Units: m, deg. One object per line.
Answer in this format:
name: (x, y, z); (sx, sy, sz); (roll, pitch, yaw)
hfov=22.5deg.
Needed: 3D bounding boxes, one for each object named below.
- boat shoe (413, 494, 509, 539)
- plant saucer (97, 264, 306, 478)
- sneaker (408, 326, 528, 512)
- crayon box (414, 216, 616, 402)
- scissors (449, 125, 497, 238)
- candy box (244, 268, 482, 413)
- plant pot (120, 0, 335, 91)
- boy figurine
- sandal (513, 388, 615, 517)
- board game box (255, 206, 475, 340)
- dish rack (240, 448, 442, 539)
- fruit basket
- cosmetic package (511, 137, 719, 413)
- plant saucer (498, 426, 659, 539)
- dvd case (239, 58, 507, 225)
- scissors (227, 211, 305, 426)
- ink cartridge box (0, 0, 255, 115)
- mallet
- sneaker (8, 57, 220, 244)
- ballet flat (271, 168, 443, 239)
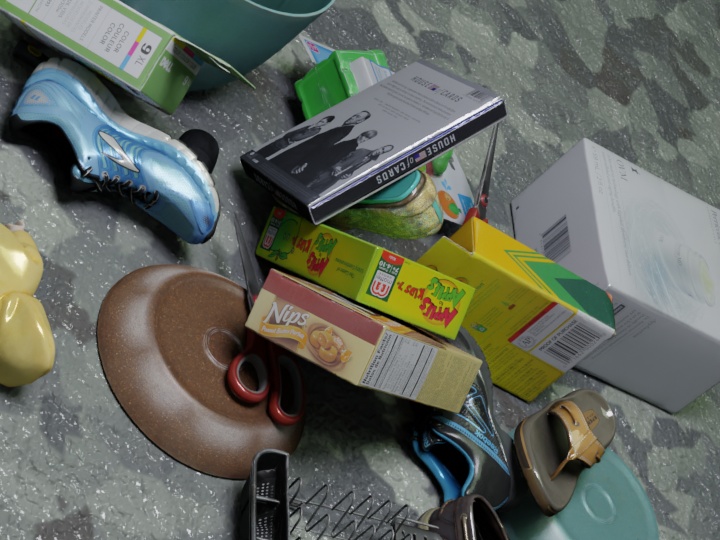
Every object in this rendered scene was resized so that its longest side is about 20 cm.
boat shoe: (0.113, 0.273, 1.470); (0.074, 0.073, 0.201); (-11, 65, -49)
plant saucer: (-0.117, 0.071, 1.458); (0.200, 0.037, 0.201); (26, 42, -27)
sneaker: (0.076, 0.119, 1.573); (0.082, 0.073, 0.201); (-5, 61, -47)
crayon box: (0.117, 0.031, 1.650); (0.199, 0.127, 0.051); (29, 40, -24)
scissors: (0.116, -0.053, 1.749); (0.073, 0.014, 0.201); (52, 46, -35)
candy box: (0.007, 0.060, 1.474); (0.115, 0.056, 0.200); (25, 2, 28)
plant pot: (-0.145, -0.258, 1.622); (0.200, 0.161, 0.201); (26, 42, -26)
boy figurine: (-0.285, -0.005, 1.337); (0.200, 0.064, 0.124); (53, 37, 6)
sandal: (0.192, 0.151, 1.603); (0.082, 0.054, 0.200); (61, 31, 2)
board game box: (0.000, 0.000, 1.527); (0.101, 0.048, 0.200); (23, 0, -29)
dish rack: (-0.003, 0.232, 1.394); (0.199, 0.055, 0.154); (17, 46, -22)
fruit basket: (0.037, -0.136, 1.752); (0.199, 0.094, 0.186); (12, 49, -43)
cosmetic package: (0.273, 0.006, 1.833); (0.199, 0.123, 0.200); (25, 42, -29)
plant saucer: (0.207, 0.219, 1.646); (0.199, 0.036, 0.201); (27, 41, -26)
dvd case: (0.010, -0.117, 1.585); (0.150, 0.199, 0.025); (36, -29, 57)
scissors: (-0.078, 0.039, 1.487); (0.073, 0.014, 0.201); (24, 41, -28)
ink cartridge box: (-0.194, -0.183, 1.502); (0.199, 0.060, 0.104); (30, -1, 10)
mallet: (-0.208, -0.140, 1.562); (0.200, 0.041, 0.066); (39, 37, -5)
sneaker: (-0.207, -0.081, 1.492); (0.200, 0.078, 0.090); (37, 52, -3)
ballet flat: (-0.004, -0.060, 1.603); (0.070, 0.199, 0.071); (-8, 102, -43)
